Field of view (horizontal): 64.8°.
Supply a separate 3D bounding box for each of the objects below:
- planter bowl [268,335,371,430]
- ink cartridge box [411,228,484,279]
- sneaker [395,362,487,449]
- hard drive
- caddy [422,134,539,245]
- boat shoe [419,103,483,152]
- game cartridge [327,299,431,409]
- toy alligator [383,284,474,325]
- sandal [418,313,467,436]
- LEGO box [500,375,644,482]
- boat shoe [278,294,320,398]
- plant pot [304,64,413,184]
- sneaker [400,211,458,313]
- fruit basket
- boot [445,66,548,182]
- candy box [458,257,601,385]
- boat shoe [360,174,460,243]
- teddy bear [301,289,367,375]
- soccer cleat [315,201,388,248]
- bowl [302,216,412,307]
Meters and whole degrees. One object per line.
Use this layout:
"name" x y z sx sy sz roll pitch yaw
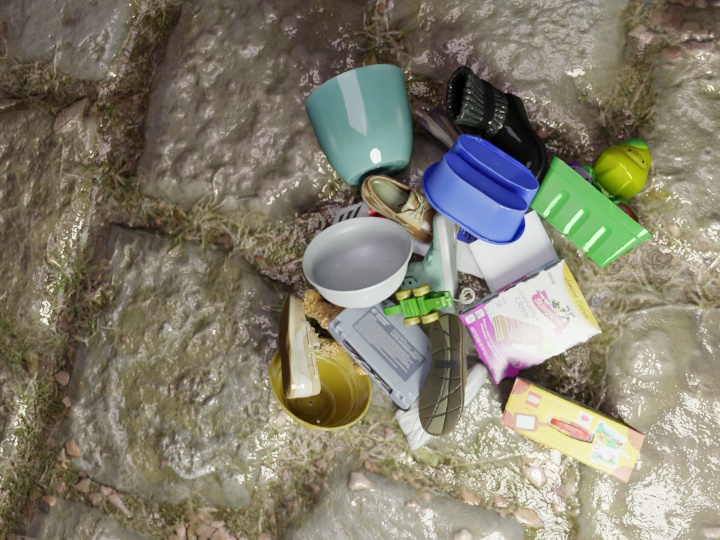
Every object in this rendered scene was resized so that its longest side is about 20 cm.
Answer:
"planter bowl" -0.083 0.226 1.053 0.199 0.199 0.084 39 131 16
"ink cartridge box" 0.159 -0.061 1.072 0.196 0.037 0.097 22 89 18
"sneaker" 0.139 0.224 1.020 0.200 0.078 0.100 -43 71 5
"hard drive" 0.293 0.015 1.007 0.130 0.026 0.204 -26 89 10
"caddy" 0.200 -0.130 0.955 0.198 0.106 0.142 35 50 7
"boat shoe" 0.197 -0.241 1.067 0.073 0.074 0.200 -44 75 6
"game cartridge" 0.051 0.132 1.017 0.200 0.041 0.133 45 58 11
"toy alligator" 0.124 0.052 0.973 0.197 0.054 0.061 -16 93 43
"sandal" 0.147 0.178 0.967 0.080 0.054 0.205 -3 76 32
"LEGO box" 0.333 0.248 0.923 0.196 0.149 0.079 22 89 16
"boat shoe" -0.106 0.136 1.021 0.068 0.074 0.204 8 52 -21
"plant pot" 0.010 -0.258 1.064 0.196 0.200 0.165 -18 86 12
"sneaker" 0.113 -0.014 1.018 0.115 0.074 0.205 6 124 20
"fruit basket" 0.417 -0.138 0.963 0.210 0.155 0.222 3 97 23
"boot" 0.233 -0.248 0.996 0.079 0.155 0.215 -41 50 39
"candy box" 0.285 0.086 0.969 0.197 0.061 0.138 -30 88 11
"boat shoe" 0.088 -0.110 1.026 0.196 0.074 0.077 26 85 1
"teddy bear" -0.027 0.098 1.072 0.142 0.067 0.203 -18 69 -24
"soccer cleat" -0.003 -0.107 1.109 0.199 0.068 0.086 -42 68 8
"bowl" 0.000 0.000 1.012 0.196 0.092 0.204 -7 41 6
